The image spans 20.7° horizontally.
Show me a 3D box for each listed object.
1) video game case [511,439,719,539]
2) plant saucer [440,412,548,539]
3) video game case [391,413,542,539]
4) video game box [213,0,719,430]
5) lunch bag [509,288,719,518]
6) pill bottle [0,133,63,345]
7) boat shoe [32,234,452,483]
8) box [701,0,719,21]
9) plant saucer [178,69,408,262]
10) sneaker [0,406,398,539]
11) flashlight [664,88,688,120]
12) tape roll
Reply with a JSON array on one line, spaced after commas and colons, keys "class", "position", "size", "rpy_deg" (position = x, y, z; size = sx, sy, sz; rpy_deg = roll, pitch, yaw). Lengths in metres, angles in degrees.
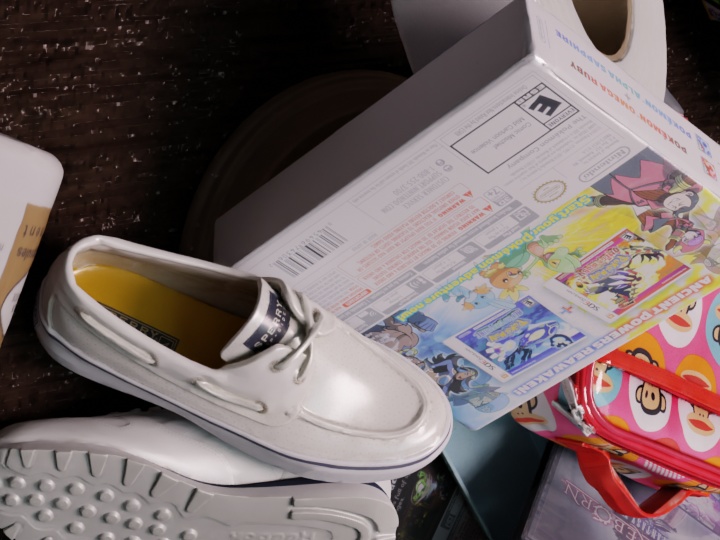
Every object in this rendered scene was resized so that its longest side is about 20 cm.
[{"class": "video game case", "position": [0.166, 0.138, 1.128], "size": [0.019, 0.143, 0.200], "rpy_deg": [-52, -175, 33]}, {"class": "plant saucer", "position": [0.078, 0.105, 1.125], "size": [0.070, 0.019, 0.200], "rpy_deg": [-48, 134, -21]}, {"class": "video game case", "position": [0.031, 0.140, 1.120], "size": [0.182, 0.023, 0.201], "rpy_deg": [30, 84, -49]}, {"class": "video game box", "position": [0.064, -0.017, 0.911], "size": [0.182, 0.200, 0.047], "rpy_deg": [33, 38, -33]}, {"class": "lunch bag", "position": [0.160, 0.047, 1.085], "size": [0.200, 0.082, 0.177], "rpy_deg": [23, 71, -43]}, {"class": "pill bottle", "position": [-0.200, 0.031, 0.761], "size": [0.114, 0.114, 0.201], "rpy_deg": [20, 91, -49]}, {"class": "boat shoe", "position": [-0.046, 0.035, 0.879], "size": [0.199, 0.070, 0.071], "rpy_deg": [23, 60, -7]}, {"class": "box", "position": [0.213, -0.225, 1.126], "size": [0.064, 0.070, 0.200], "rpy_deg": [-54, 137, -16]}, {"class": "plant saucer", "position": [0.000, 0.000, 0.993], "size": [0.199, 0.029, 0.201], "rpy_deg": [-8, 105, -32]}, {"class": "sneaker", "position": [-0.082, 0.095, 0.926], "size": [0.199, 0.081, 0.077], "rpy_deg": [10, 130, -17]}, {"class": "flashlight", "position": [0.152, -0.134, 1.109], "size": [0.068, 0.068, 0.201], "rpy_deg": [-27, 120, -31]}, {"class": "tape roll", "position": [0.083, -0.147, 0.956], "size": [0.202, 0.070, 0.204], "rpy_deg": [32, 53, -56]}]
